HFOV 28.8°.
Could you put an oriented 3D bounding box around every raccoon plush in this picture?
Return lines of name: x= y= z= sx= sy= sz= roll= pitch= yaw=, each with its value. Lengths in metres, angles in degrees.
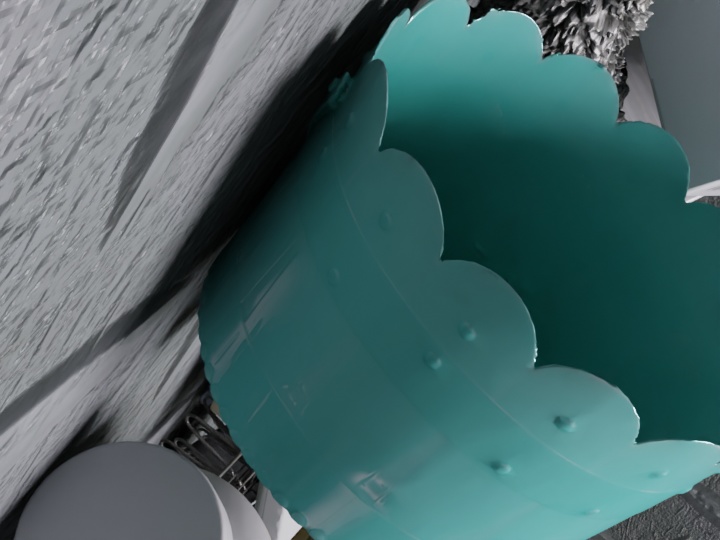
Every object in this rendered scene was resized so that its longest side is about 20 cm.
raccoon plush: x=0.086 y=-0.066 z=0.632 sx=0.134 sy=0.096 sz=0.201 roll=101 pitch=-8 yaw=-78

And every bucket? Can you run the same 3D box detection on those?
bucket: x=0.047 y=0.014 z=0.533 sx=0.135 sy=0.207 sz=0.207 roll=-42 pitch=-177 yaw=33

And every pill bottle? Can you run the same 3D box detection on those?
pill bottle: x=-0.087 y=0.155 z=0.630 sx=0.113 sy=0.112 sz=0.200 roll=-51 pitch=158 yaw=-21

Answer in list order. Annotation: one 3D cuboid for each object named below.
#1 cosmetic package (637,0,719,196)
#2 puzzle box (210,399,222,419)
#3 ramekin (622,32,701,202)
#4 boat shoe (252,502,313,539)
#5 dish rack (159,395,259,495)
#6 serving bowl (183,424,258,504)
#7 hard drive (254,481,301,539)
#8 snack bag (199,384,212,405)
cosmetic package: x=0.201 y=-0.118 z=0.739 sx=0.052 sy=0.151 sz=0.200 roll=-18 pitch=174 yaw=30
puzzle box: x=0.037 y=0.062 z=0.656 sx=0.200 sy=0.133 sz=0.025 roll=-30 pitch=153 yaw=-58
ramekin: x=0.157 y=-0.077 z=0.898 sx=0.200 sy=0.105 sz=0.200 roll=-27 pitch=178 yaw=-1
boat shoe: x=-0.018 y=0.150 z=0.891 sx=0.201 sy=0.072 sz=0.066 roll=-32 pitch=-143 yaw=25
dish rack: x=-0.093 y=0.121 z=0.824 sx=0.200 sy=0.055 sz=0.154 roll=-43 pitch=170 yaw=-42
serving bowl: x=-0.103 y=0.160 z=1.023 sx=0.200 sy=0.066 sz=0.200 roll=-34 pitch=169 yaw=-7
hard drive: x=-0.005 y=0.047 z=0.781 sx=0.132 sy=0.026 sz=0.200 roll=-43 pitch=154 yaw=-45
snack bag: x=-0.040 y=0.021 z=1.006 sx=0.189 sy=0.021 sz=0.200 roll=-52 pitch=177 yaw=-2
